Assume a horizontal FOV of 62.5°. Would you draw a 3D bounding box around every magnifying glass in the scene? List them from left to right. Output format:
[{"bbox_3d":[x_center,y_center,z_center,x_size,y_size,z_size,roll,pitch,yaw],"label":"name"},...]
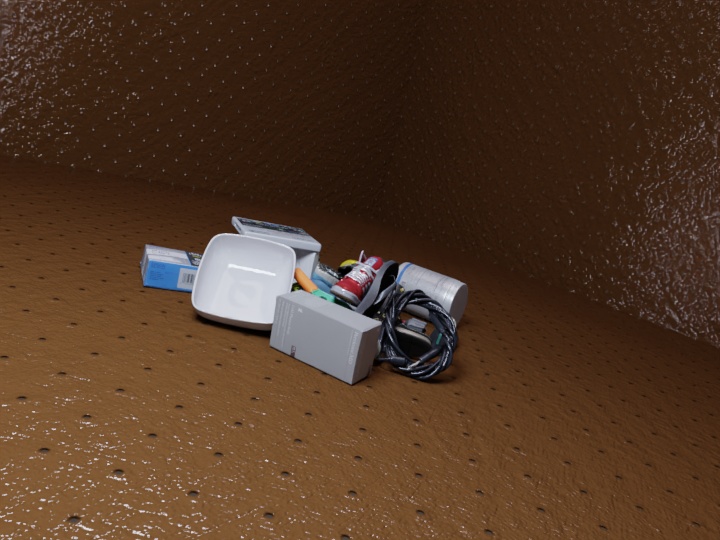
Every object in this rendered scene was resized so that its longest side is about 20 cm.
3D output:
[{"bbox_3d":[-0.083,0.058,1.226,0.078,0.023,0.199,-18,44,-33],"label":"magnifying glass"}]

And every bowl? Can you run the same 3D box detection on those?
[{"bbox_3d":[-0.238,0.031,1.230,0.192,0.076,0.205,11,55,-3],"label":"bowl"}]

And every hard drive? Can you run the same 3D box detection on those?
[{"bbox_3d":[-0.203,-0.009,1.516,0.195,0.136,0.026,19,13,25],"label":"hard drive"}]

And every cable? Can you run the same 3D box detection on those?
[{"bbox_3d":[0.121,0.121,1.216,0.158,0.052,0.204,12,51,10],"label":"cable"}]

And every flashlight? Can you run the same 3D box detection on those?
[{"bbox_3d":[0.060,0.117,1.410,0.194,0.070,0.067,17,10,15],"label":"flashlight"}]

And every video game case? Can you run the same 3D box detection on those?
[{"bbox_3d":[-0.214,-0.091,1.492,0.194,0.024,0.181,9,13,-24],"label":"video game case"}]

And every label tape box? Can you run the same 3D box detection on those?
[{"bbox_3d":[-0.441,-0.012,1.401,0.140,0.065,0.199,10,12,-26],"label":"label tape box"}]

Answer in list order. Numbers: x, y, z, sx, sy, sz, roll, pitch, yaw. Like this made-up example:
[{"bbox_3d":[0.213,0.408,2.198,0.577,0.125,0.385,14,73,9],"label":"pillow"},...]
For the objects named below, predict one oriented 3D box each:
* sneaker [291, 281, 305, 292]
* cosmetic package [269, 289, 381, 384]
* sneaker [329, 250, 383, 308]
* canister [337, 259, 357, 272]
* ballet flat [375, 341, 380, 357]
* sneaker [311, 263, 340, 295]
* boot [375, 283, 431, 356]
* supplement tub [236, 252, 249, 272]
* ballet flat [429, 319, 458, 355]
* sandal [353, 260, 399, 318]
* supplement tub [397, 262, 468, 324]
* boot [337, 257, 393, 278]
[{"bbox_3d":[-0.177,0.072,1.336,0.196,0.079,0.074,0,20,46],"label":"sneaker"},{"bbox_3d":[-0.067,0.121,1.113,0.195,0.111,0.089,19,15,29],"label":"cosmetic package"},{"bbox_3d":[0.000,0.015,1.228,0.070,0.115,0.200,29,1,11],"label":"sneaker"},{"bbox_3d":[-0.007,0.040,1.665,0.144,0.089,0.200,17,12,5],"label":"canister"},{"bbox_3d":[-0.041,0.132,1.223,0.195,0.069,0.064,21,-18,20],"label":"ballet flat"},{"bbox_3d":[-0.052,0.065,1.491,0.197,0.091,0.079,33,13,-26],"label":"sneaker"},{"bbox_3d":[0.081,0.104,1.329,0.194,0.075,0.152,11,42,19],"label":"boot"},{"bbox_3d":[-0.270,-0.008,1.402,0.119,0.127,0.200,16,5,12],"label":"supplement tub"},{"bbox_3d":[0.208,0.149,1.445,0.071,0.076,0.199,16,10,14],"label":"ballet flat"},{"bbox_3d":[0.038,0.064,1.202,0.042,0.078,0.202,16,49,21],"label":"sandal"},{"bbox_3d":[0.188,0.068,1.662,0.195,0.136,0.131,21,12,29],"label":"supplement tub"},{"bbox_3d":[0.000,0.000,1.460,0.126,0.070,0.199,0,-2,-16],"label":"boot"}]
